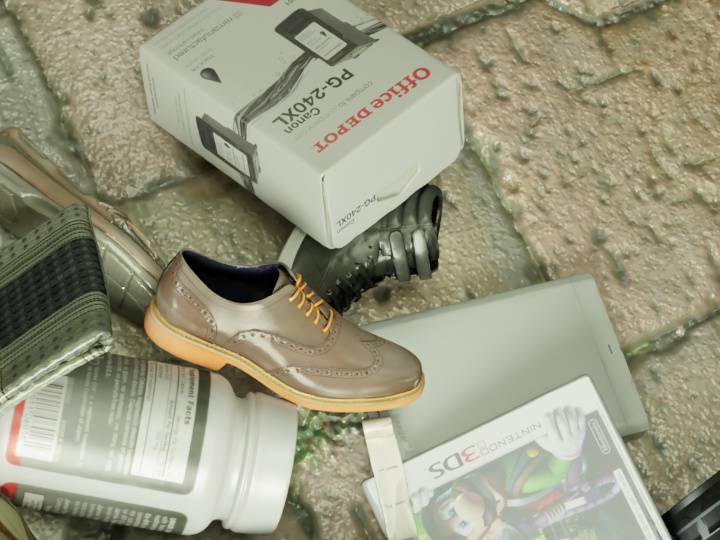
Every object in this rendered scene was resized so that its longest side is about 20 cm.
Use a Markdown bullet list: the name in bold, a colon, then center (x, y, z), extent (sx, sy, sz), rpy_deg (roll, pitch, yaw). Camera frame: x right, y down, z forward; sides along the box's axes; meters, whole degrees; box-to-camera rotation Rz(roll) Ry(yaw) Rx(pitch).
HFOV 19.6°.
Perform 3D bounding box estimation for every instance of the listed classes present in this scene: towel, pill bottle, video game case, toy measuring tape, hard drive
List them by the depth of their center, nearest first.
- **towel**: center (-0.250, 0.055, 1.375), extent (0.200, 0.193, 0.035), rpy_deg (-33, 120, 5)
- **toy measuring tape**: center (0.031, 0.195, 1.420), extent (0.073, 0.074, 0.200), rpy_deg (-8, 80, -17)
- **pill bottle**: center (-0.150, 0.117, 1.421), extent (0.200, 0.114, 0.114), rpy_deg (11, 65, -9)
- **video game case**: center (0.123, 0.200, 1.464), extent (0.182, 0.023, 0.200), rpy_deg (-25, 81, -4)
- **hard drive**: center (0.101, 0.084, 1.547), extent (0.200, 0.026, 0.132), rpy_deg (-13, 71, -19)

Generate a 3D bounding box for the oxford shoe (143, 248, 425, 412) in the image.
- **oxford shoe**: center (-0.044, 0.041, 1.427), extent (0.200, 0.073, 0.071), rpy_deg (16, 35, -10)

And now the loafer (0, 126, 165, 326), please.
- **loafer**: center (-0.196, -0.035, 1.504), extent (0.200, 0.072, 0.063), rpy_deg (35, 56, 6)

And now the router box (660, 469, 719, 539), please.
- **router box**: center (0.278, 0.217, 1.435), extent (0.052, 0.200, 0.158), rpy_deg (-15, 72, -21)

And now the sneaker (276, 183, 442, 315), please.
- **sneaker**: center (0.000, 0.000, 1.520), extent (0.099, 0.071, 0.200), rpy_deg (13, 58, 17)

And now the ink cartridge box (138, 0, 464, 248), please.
- **ink cartridge box**: center (-0.041, -0.127, 1.534), extent (0.200, 0.083, 0.145), rpy_deg (36, 60, 29)

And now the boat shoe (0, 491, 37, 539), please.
- **boat shoe**: center (-0.220, 0.212, 1.320), extent (0.200, 0.076, 0.074), rpy_deg (35, 25, 24)
